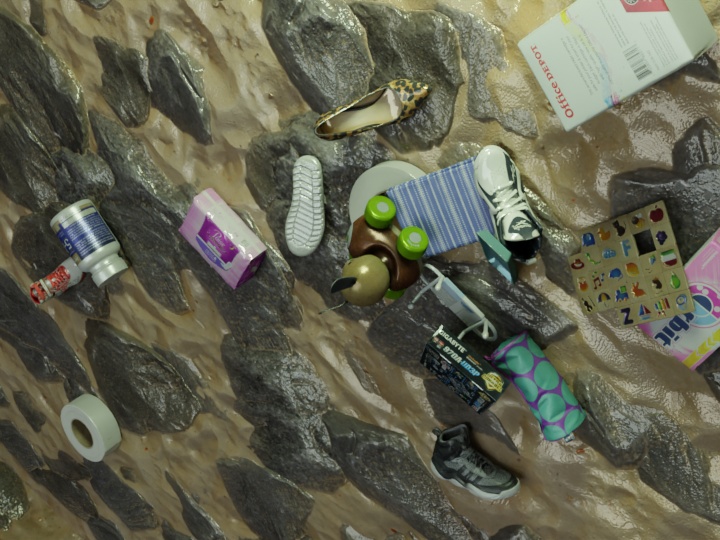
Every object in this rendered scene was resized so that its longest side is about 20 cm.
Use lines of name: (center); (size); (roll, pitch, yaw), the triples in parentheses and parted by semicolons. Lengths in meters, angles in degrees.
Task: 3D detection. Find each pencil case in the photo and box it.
pencil case: (0.316, 0.210, 1.434); (0.092, 0.085, 0.201); (-35, 88, 0)

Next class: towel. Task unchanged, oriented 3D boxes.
towel: (0.157, -0.109, 1.400); (0.198, 0.024, 0.146); (-17, 108, 27)

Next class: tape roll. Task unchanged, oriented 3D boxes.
tape roll: (-0.830, 0.485, 2.468); (0.200, 0.071, 0.205); (17, 122, 30)
tape roll: (0.068, -0.102, 1.494); (0.201, 0.037, 0.206); (18, 124, 29)

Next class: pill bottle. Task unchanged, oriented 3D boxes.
pill bottle: (-0.680, -0.066, 2.030); (0.119, 0.119, 0.201); (-33, 91, 43)

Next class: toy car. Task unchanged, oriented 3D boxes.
toy car: (0.000, 0.000, 1.413); (0.158, 0.199, 0.165); (43, 147, 15)

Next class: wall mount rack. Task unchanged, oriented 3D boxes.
wall mount rack: (0.169, 0.072, 1.447); (0.200, 0.075, 0.174); (44, 157, -1)

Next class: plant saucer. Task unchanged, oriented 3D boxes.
plant saucer: (0.231, -0.021, 1.331); (0.019, 0.200, 0.070); (-44, 72, 1)

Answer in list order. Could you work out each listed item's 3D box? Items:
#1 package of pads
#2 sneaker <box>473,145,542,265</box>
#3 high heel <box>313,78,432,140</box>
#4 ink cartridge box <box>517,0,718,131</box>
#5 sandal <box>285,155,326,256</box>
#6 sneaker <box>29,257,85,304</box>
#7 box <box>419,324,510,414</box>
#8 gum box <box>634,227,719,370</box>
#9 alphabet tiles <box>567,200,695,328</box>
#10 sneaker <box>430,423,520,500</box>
package of pads: (-0.304, -0.070, 1.769); (0.200, 0.075, 0.121); (46, 133, 9)
sneaker: (0.244, -0.097, 1.289); (0.078, 0.130, 0.202); (-15, 110, -4)
high heel: (0.018, -0.269, 1.372); (0.198, 0.142, 0.072); (-10, 107, 40)
ink cartridge box: (0.349, -0.313, 1.095); (0.199, 0.144, 0.147); (-27, 97, 42)
sandal: (-0.101, -0.128, 1.606); (0.081, 0.050, 0.206); (13, 109, 14)
sneaker: (-0.839, 0.032, 2.209); (0.200, 0.108, 0.068); (-31, 93, 43)
box: (0.186, 0.186, 1.474); (0.158, 0.046, 0.200); (40, 167, 12)
gum box: (0.518, 0.048, 1.208); (0.113, 0.066, 0.201); (42, 132, 14)
alphabet tiles: (0.413, 0.002, 1.253); (0.199, 0.007, 0.170); (-24, 78, 53)
sneaker: (0.223, 0.378, 1.601); (0.198, 0.075, 0.115); (12, 123, 35)
